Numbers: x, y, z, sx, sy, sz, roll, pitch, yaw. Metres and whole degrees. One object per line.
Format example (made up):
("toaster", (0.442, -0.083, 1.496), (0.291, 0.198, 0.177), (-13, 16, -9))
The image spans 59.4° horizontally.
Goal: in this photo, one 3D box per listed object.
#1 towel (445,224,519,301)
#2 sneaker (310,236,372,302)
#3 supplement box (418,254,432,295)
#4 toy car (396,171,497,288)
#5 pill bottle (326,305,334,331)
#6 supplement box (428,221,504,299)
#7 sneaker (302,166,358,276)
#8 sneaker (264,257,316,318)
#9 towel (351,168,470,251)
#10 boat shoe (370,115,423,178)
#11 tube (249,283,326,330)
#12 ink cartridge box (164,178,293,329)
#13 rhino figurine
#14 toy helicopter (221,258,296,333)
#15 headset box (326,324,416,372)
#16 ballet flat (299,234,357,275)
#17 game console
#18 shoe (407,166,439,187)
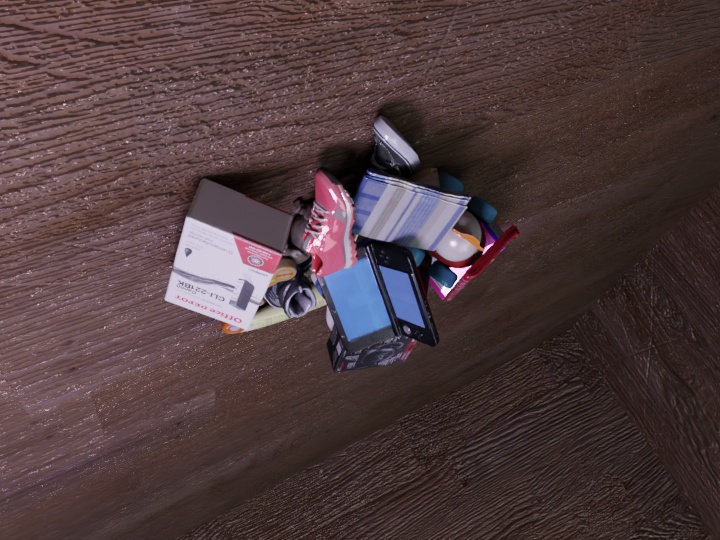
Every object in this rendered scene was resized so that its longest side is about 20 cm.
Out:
("towel", (0.236, -0.008, 1.246), (0.144, 0.023, 0.200), (-43, 171, -13))
("sneaker", (0.000, 0.000, 1.292), (0.197, 0.113, 0.077), (-35, 157, 5))
("supplement box", (0.079, 0.027, 1.311), (0.087, 0.108, 0.201), (-61, -175, 31))
("toy car", (0.187, -0.062, 1.198), (0.174, 0.200, 0.187), (31, 95, -19))
("pill bottle", (-0.021, 0.116, 1.495), (0.111, 0.114, 0.201), (-30, 157, -3))
("supplement box", (0.244, -0.041, 1.506), (0.199, 0.104, 0.101), (-40, -179, 22))
("sneaker", (-0.055, -0.066, 1.009), (0.085, 0.074, 0.204), (-29, 137, -21))
("sneaker", (-0.138, 0.048, 1.202), (0.074, 0.115, 0.202), (-22, 156, -19))
("towel", (0.072, -0.098, 1.067), (0.194, 0.024, 0.148), (11, 141, -19))
("boat shoe", (0.053, -0.184, 1.040), (0.070, 0.073, 0.200), (-39, 159, 8))
("tube", (-0.164, 0.082, 1.331), (0.195, 0.052, 0.059), (-23, 124, -15))
("ink cartridge box", (-0.201, -0.017, 0.945), (0.141, 0.085, 0.201), (21, 137, -12))
("rhino figurine", (-0.077, -0.090, 1.079), (0.200, 0.060, 0.087), (-47, 150, 14))
("toy helicopter", (-0.200, 0.026, 1.100), (0.196, 0.081, 0.132), (-27, 147, 19))
("headset box", (0.038, 0.144, 1.380), (0.194, 0.079, 0.150), (-6, 145, -22))
("ballet flat", (-0.048, -0.050, 1.169), (0.063, 0.077, 0.201), (26, 130, -15))
("game console", (0.031, 0.063, 1.149), (0.117, 0.171, 0.204), (-33, 118, -26))
("shoe", (0.070, -0.123, 1.135), (0.069, 0.055, 0.198), (-25, 180, -40))
